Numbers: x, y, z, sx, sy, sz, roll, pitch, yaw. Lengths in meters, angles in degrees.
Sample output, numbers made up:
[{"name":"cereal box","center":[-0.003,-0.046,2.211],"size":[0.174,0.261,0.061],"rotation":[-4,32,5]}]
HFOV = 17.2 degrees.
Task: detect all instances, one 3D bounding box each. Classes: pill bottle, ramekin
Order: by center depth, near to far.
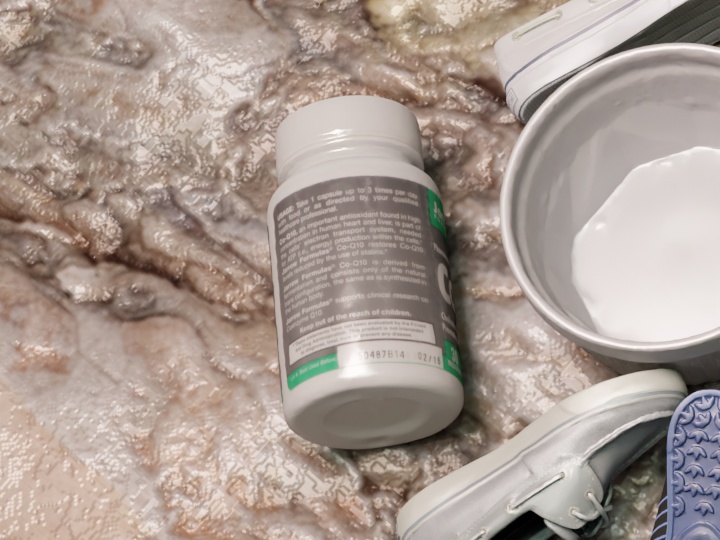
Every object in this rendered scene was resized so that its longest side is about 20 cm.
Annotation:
[{"name":"ramekin","center":[0.190,-0.025,1.439],"size":[0.199,0.105,0.201],"rotation":[-7,64,16]},{"name":"pill bottle","center":[0.000,0.000,1.489],"size":[0.112,0.113,0.201],"rotation":[-12,64,14]}]

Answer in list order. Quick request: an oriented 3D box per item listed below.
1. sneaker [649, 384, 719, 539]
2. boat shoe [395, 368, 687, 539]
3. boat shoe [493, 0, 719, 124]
[{"name":"sneaker","center":[0.199,0.165,1.378],"size":[0.070,0.078,0.201],"rotation":[14,93,21]},{"name":"boat shoe","center":[0.115,0.132,1.411],"size":[0.200,0.070,0.072],"rotation":[-33,59,16]},{"name":"boat shoe","center":[0.174,-0.169,1.525],"size":[0.199,0.074,0.067],"rotation":[-26,64,7]}]
